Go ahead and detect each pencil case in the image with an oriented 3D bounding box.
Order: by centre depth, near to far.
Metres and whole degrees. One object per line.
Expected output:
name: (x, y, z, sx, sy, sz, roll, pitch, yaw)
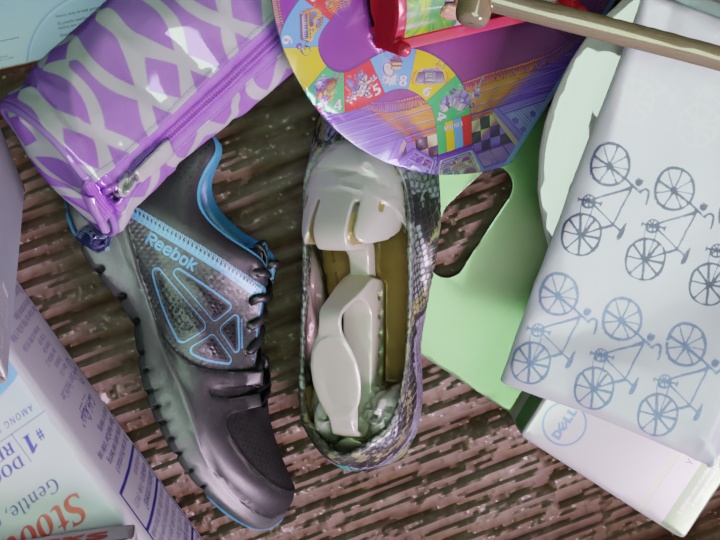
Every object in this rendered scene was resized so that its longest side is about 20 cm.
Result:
pencil case: (-0.071, -0.103, 0.784, 0.200, 0.085, 0.084, -45, 128, -12)

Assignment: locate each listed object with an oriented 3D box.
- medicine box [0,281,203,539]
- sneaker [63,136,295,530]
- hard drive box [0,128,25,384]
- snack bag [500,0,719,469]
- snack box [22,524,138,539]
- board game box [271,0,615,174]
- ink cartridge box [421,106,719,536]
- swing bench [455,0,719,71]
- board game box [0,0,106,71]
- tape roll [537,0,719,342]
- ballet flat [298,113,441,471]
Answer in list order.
medicine box: (-0.191, 0.137, 0.831, 0.181, 0.103, 0.201, -34, 99, 2)
sneaker: (-0.070, 0.029, 0.836, 0.081, 0.073, 0.202, -24, 100, 1)
hard drive box: (-0.232, -0.005, 0.750, 0.154, 0.200, 0.077, -18, 117, 1)
snack bag: (0.182, -0.002, 0.743, 0.198, 0.021, 0.190, 22, 97, 8)
snack box: (-0.193, 0.164, 0.770, 0.198, 0.024, 0.073, -8, 101, -2)
board game box: (0.056, -0.138, 0.762, 0.157, 0.039, 0.201, 33, 90, -30)
ink cartridge box: (0.116, 0.018, 0.861, 0.199, 0.048, 0.146, 32, 96, -10)
swing bench: (0.159, -0.188, 0.686, 0.197, 0.130, 0.202, 15, 69, 0)
board game box: (-0.168, -0.149, 0.828, 0.198, 0.019, 0.104, -12, 102, -2)
tape roll: (0.181, -0.042, 0.787, 0.200, 0.071, 0.205, 1, 95, 10)
ballet flat: (0.000, 0.000, 0.830, 0.071, 0.072, 0.203, 0, 97, -4)
